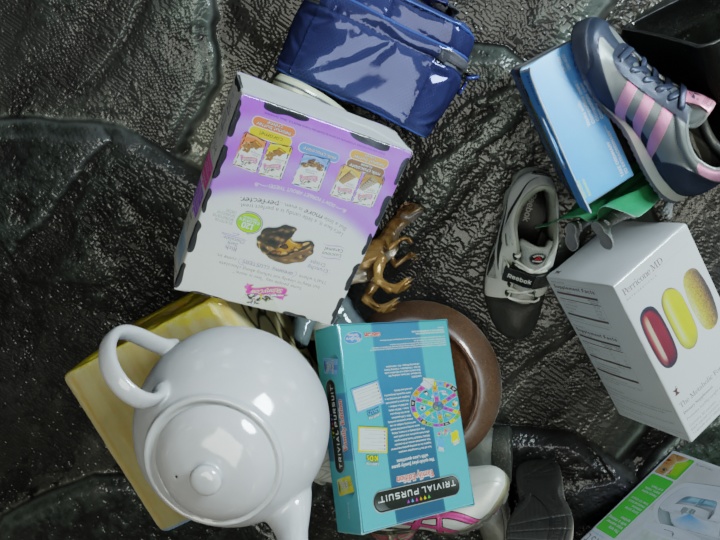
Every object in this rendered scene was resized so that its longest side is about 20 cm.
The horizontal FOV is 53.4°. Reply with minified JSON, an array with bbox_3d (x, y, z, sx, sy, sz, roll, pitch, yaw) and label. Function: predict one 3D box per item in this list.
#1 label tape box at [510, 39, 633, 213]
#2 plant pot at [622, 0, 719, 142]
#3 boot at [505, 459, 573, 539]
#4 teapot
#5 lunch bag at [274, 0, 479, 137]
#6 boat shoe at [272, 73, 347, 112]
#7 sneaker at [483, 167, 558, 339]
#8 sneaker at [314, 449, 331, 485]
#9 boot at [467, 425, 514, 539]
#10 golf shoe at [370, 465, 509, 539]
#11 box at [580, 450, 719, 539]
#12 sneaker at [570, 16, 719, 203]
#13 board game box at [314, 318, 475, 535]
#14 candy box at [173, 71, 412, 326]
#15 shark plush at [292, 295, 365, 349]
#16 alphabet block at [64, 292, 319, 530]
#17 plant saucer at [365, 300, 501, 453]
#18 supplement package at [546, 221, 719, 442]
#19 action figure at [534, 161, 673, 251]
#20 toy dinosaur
[{"bbox_3d":[0.211,-0.149,0.713,0.066,0.200,0.144,-26,100,13],"label":"label tape box"},{"bbox_3d":[0.410,-0.194,0.701,0.199,0.200,0.178,-25,110,9],"label":"plant pot"},{"bbox_3d":[0.215,0.334,0.828,0.073,0.200,0.152,-8,107,14],"label":"boot"},{"bbox_3d":[-0.125,0.150,0.642,0.198,0.146,0.199,5,103,4],"label":"teapot"},{"bbox_3d":[0.028,-0.231,0.742,0.199,0.136,0.133,24,104,0],"label":"lunch bag"},{"bbox_3d":[-0.035,-0.129,0.753,0.074,0.200,0.062,30,80,35],"label":"boat shoe"},{"bbox_3d":[0.183,-0.011,0.806,0.074,0.089,0.202,3,104,2],"label":"sneaker"},{"bbox_3d":[-0.020,0.210,0.850,0.081,0.075,0.200,43,141,-14],"label":"sneaker"},{"bbox_3d":[0.126,0.280,0.896,0.130,0.068,0.202,-1,100,15],"label":"boot"},{"bbox_3d":[0.073,0.261,0.826,0.199,0.073,0.092,-24,120,26],"label":"golf shoe"},{"bbox_3d":[0.368,0.310,0.780,0.176,0.200,0.097,-37,96,-10],"label":"box"},{"bbox_3d":[0.274,-0.157,0.654,0.200,0.082,0.070,49,57,-13],"label":"sneaker"},{"bbox_3d":[0.036,0.156,0.749,0.150,0.047,0.202,1,77,-36],"label":"board game box"},{"bbox_3d":[-0.071,-0.061,0.687,0.167,0.072,0.201,15,115,-23],"label":"candy box"},{"bbox_3d":[-0.043,0.008,0.850,0.083,0.091,0.201,-15,75,7],"label":"shark plush"},{"bbox_3d":[-0.168,0.131,0.812,0.195,0.195,0.201,-27,98,8],"label":"alphabet block"},{"bbox_3d":[0.066,0.137,0.850,0.199,0.034,0.202,1,92,14],"label":"plant saucer"},{"bbox_3d":[0.311,0.060,0.769,0.114,0.109,0.201,-37,107,-15],"label":"supplement package"},{"bbox_3d":[0.291,-0.080,0.753,0.199,0.118,0.055,-31,109,-31],"label":"action figure"},{"bbox_3d":[0.000,0.000,0.815,0.199,0.061,0.106,-35,69,-17],"label":"toy dinosaur"}]
